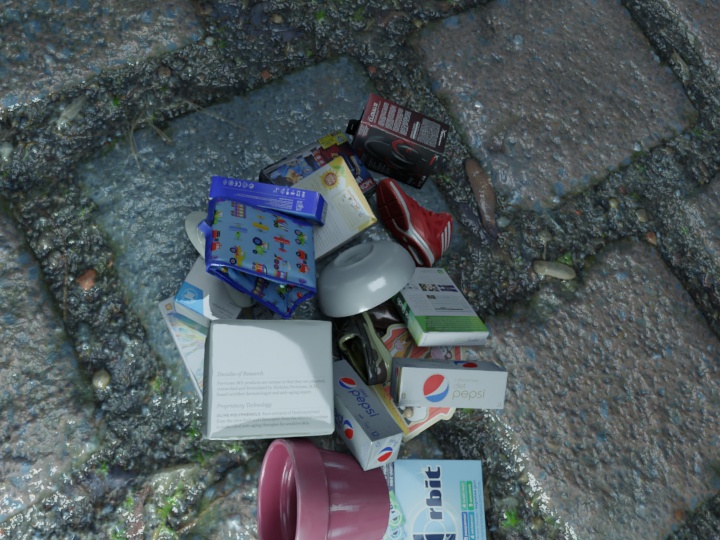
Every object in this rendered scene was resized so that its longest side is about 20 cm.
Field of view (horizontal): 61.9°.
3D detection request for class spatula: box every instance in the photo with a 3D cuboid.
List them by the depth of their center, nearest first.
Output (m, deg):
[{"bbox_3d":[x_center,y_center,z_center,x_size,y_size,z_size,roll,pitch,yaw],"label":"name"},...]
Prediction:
[{"bbox_3d":[-0.009,0.219,1.107,0.020,0.056,0.204,-27,70,11],"label":"spatula"}]

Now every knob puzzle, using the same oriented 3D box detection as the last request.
[{"bbox_3d":[0.108,0.185,1.100,0.213,0.030,0.227,-1,87,12],"label":"knob puzzle"}]

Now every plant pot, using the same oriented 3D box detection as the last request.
[{"bbox_3d":[-0.056,0.377,0.967,0.174,0.199,0.206,8,68,-26],"label":"plant pot"}]

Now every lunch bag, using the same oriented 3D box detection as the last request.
[{"bbox_3d":[-0.175,-0.036,0.988,0.197,0.094,0.154,27,40,-34],"label":"lunch bag"}]

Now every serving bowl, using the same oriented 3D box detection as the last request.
[{"bbox_3d":[0.000,0.000,1.097,0.198,0.199,0.067,-35,114,-21],"label":"serving bowl"}]

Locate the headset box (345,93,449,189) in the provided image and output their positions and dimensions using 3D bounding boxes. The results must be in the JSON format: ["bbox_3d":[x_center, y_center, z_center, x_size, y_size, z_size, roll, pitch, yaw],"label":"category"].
[{"bbox_3d":[0.065,-0.266,1.238,0.195,0.149,0.077,21,66,-6],"label":"headset box"}]

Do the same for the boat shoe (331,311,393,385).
[{"bbox_3d":[-0.011,0.122,1.095,0.065,0.073,0.202,-8,52,-41],"label":"boat shoe"}]

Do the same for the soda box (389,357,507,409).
[{"bbox_3d":[0.152,0.196,1.044,0.194,0.064,0.070,5,96,-12],"label":"soda box"}]

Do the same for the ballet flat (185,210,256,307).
[{"bbox_3d":[-0.234,-0.031,1.030,0.069,0.070,0.202,-31,80,-21],"label":"ballet flat"}]

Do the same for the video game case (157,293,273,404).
[{"bbox_3d":[-0.247,0.111,1.097,0.179,0.022,0.203,-25,78,-20],"label":"video game case"}]

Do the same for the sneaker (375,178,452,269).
[{"bbox_3d":[0.116,-0.113,1.234,0.115,0.078,0.204,-36,105,-33],"label":"sneaker"}]

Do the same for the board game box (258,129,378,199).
[{"bbox_3d":[-0.072,-0.151,1.212,0.197,0.062,0.202,-30,81,-21],"label":"board game box"}]

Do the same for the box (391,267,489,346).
[{"bbox_3d":[0.134,0.063,1.122,0.140,0.037,0.201,3,33,-24],"label":"box"}]

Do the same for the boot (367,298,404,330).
[{"bbox_3d":[0.086,0.126,1.151,0.195,0.065,0.191,17,62,-7],"label":"boot"}]

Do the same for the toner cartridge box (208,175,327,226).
[{"bbox_3d":[-0.162,-0.124,1.075,0.194,0.095,0.045,10,83,8],"label":"toner cartridge box"}]

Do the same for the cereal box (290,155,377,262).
[{"bbox_3d":[-0.084,-0.101,1.134,0.197,0.040,0.146,-30,83,2],"label":"cereal box"}]

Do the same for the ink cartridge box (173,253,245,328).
[{"bbox_3d":[-0.240,0.003,1.090,0.114,0.068,0.204,26,66,-4],"label":"ink cartridge box"}]

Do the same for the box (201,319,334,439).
[{"bbox_3d":[-0.156,0.182,0.977,0.194,0.199,0.177,1,75,-17],"label":"box"}]

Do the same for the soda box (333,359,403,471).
[{"bbox_3d":[-0.010,0.240,1.020,0.067,0.065,0.200,-6,32,-33],"label":"soda box"}]

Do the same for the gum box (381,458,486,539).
[{"bbox_3d":[0.122,0.425,1.060,0.194,0.045,0.175,4,70,-11],"label":"gum box"}]
